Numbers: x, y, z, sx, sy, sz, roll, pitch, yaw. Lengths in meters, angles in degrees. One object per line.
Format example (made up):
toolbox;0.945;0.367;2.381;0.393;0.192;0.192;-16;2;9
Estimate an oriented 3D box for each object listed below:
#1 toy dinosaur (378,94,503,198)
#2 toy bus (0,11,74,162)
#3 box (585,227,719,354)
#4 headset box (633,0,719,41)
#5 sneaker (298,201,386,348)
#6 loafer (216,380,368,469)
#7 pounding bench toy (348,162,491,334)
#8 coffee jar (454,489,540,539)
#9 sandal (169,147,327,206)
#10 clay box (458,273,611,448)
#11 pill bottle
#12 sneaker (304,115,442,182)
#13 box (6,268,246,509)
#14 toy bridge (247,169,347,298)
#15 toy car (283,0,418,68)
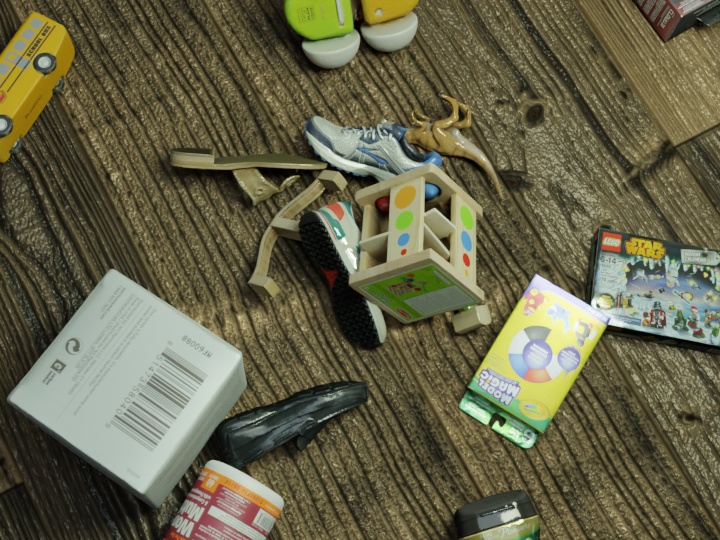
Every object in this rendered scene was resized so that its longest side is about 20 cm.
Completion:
toy dinosaur;0.126;-0.184;1.496;0.200;0.060;0.106;21;96;9
toy bus;-0.467;-0.250;1.461;0.078;0.065;0.200;27;72;5
box;0.408;0.028;1.445;0.199;0.040;0.137;10;71;0
headset box;0.475;-0.448;1.586;0.148;0.075;0.200;-29;76;-13
sneaker;0.000;0.000;1.402;0.093;0.070;0.200;-30;95;-40
loafer;-0.081;0.193;1.348;0.200;0.068;0.071;-19;93;-12
pounding bench toy;0.096;-0.023;1.389;0.124;0.200;0.156;-18;53;33
coffee jar;0.186;0.372;1.293;0.104;0.085;0.200;-15;74;-5
sandal;-0.153;-0.123;1.451;0.211;0.078;0.070;4;105;-5
clay box;0.223;0.119;1.381;0.115;0.048;0.200;30;84;7
pill bottle;-0.183;0.337;1.266;0.109;0.110;0.200;28;72;5
sneaker;0.022;-0.170;1.449;0.200;0.085;0.077;26;30;-2
box;-0.272;0.146;1.290;0.200;0.171;0.199;33;73;8
toy bridge;-0.091;-0.056;1.428;0.067;0.027;0.200;12;63;42
toy car;-0.019;-0.397;1.507;0.200;0.175;0.150;-18;40;-9
